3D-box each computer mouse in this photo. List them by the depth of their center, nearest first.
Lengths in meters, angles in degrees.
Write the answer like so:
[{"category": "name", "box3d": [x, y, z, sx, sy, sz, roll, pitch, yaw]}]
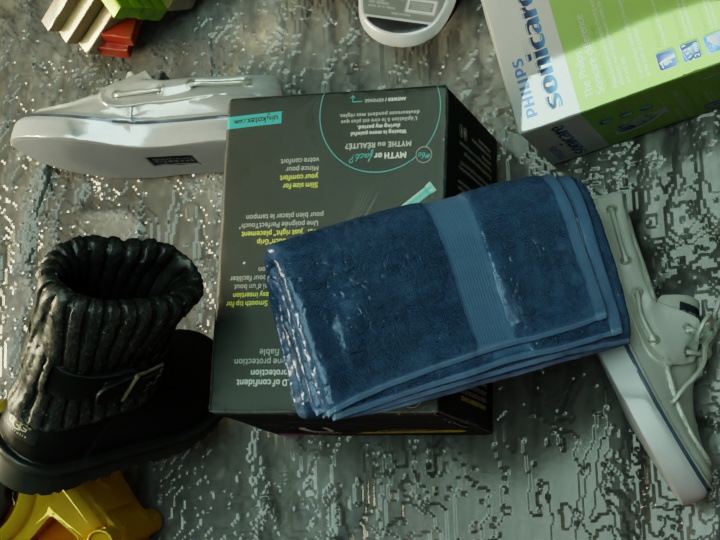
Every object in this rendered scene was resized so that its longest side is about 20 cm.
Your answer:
[{"category": "computer mouse", "box3d": [0.050, -0.238, 1.248, 0.109, 0.044, 0.201, 13, 79, 22]}]

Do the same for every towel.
[{"category": "towel", "box3d": [0.050, 0.013, 1.058, 0.199, 0.049, 0.112, -14, 83, -15]}]

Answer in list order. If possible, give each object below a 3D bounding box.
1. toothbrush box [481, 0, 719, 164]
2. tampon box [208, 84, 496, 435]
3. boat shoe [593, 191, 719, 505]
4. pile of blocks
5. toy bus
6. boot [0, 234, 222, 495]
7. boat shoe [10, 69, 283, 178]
[{"category": "toothbrush box", "box3d": [0.183, -0.172, 1.157, 0.200, 0.086, 0.146, -19, 73, 16]}, {"category": "tampon box", "box3d": [0.000, 0.000, 1.168, 0.149, 0.126, 0.201, -1, 79, 19]}, {"category": "boat shoe", "box3d": [0.185, 0.038, 1.126, 0.086, 0.075, 0.202, -25, 63, 6]}, {"category": "pile of blocks", "box3d": [-0.128, -0.215, 1.289, 0.200, 0.082, 0.062, -40, 67, 8]}, {"category": "toy bus", "box3d": [-0.226, 0.203, 1.223, 0.200, 0.136, 0.192, -44, 83, 9]}, {"category": "boot", "box3d": [-0.133, 0.043, 1.145, 0.079, 0.211, 0.158, 35, 121, 19]}, {"category": "boat shoe", "box3d": [-0.145, -0.105, 1.285, 0.199, 0.074, 0.066, 2, 70, 14]}]
